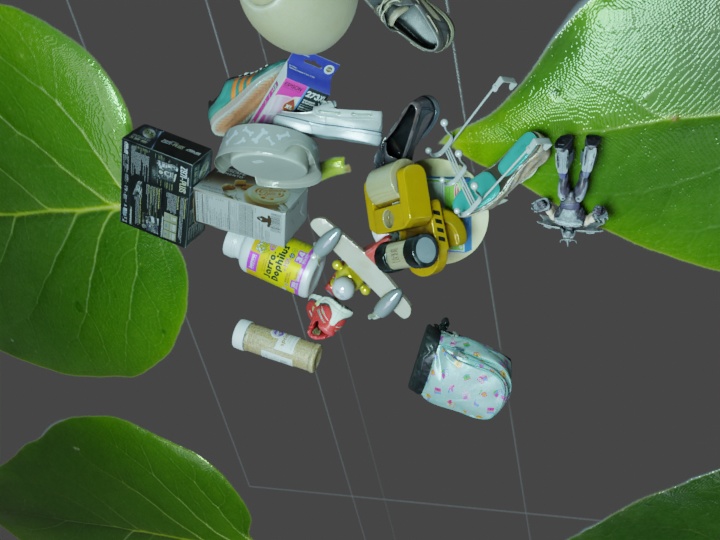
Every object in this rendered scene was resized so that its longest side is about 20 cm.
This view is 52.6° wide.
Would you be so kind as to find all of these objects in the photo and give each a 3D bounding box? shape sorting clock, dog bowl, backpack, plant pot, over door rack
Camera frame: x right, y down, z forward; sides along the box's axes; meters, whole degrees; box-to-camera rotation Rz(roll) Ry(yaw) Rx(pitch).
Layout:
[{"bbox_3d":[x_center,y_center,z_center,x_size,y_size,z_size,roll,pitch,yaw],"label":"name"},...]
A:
[{"bbox_3d":[0.141,-0.109,1.351,0.197,0.039,0.203,10,114,22],"label":"shape sorting clock"},{"bbox_3d":[-0.164,-0.208,1.327,0.197,0.200,0.060,0,78,22],"label":"dog bowl"},{"bbox_3d":[0.205,0.211,1.465,0.197,0.127,0.169,19,122,7],"label":"backpack"},{"bbox_3d":[-0.119,-0.453,1.156,0.198,0.134,0.203,5,101,28],"label":"plant pot"},{"bbox_3d":[0.198,-0.207,1.209,0.200,0.066,0.149,-42,57,36],"label":"over door rack"}]

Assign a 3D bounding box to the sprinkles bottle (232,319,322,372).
[{"bbox_3d":[-0.187,0.169,1.635,0.197,0.068,0.069,16,124,12],"label":"sprinkles bottle"}]

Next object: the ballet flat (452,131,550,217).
[{"bbox_3d":[0.248,-0.153,1.257,0.200,0.069,0.067,-40,144,28],"label":"ballet flat"}]

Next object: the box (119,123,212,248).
[{"bbox_3d":[-0.403,-0.174,1.506,0.162,0.086,0.202,21,125,10],"label":"box"}]

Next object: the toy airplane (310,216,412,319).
[{"bbox_3d":[0.000,0.000,1.388,0.198,0.141,0.201,16,136,26],"label":"toy airplane"}]

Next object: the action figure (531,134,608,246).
[{"bbox_3d":[0.357,-0.128,1.236,0.128,0.070,0.202,4,124,14],"label":"action figure"}]

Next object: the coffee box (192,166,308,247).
[{"bbox_3d":[-0.216,-0.131,1.440,0.197,0.115,0.081,16,126,14],"label":"coffee box"}]

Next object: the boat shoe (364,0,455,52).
[{"bbox_3d":[0.065,-0.425,1.172,0.199,0.073,0.075,35,126,-1],"label":"boat shoe"}]

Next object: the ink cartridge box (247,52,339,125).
[{"bbox_3d":[-0.123,-0.303,1.318,0.094,0.037,0.200,13,133,-34],"label":"ink cartridge box"}]

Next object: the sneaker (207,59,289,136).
[{"bbox_3d":[-0.204,-0.335,1.338,0.199,0.071,0.081,-32,62,14],"label":"sneaker"}]

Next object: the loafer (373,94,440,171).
[{"bbox_3d":[0.065,-0.224,1.290,0.072,0.063,0.201,47,126,21],"label":"loafer"}]

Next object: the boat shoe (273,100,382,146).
[{"bbox_3d":[-0.056,-0.271,1.308,0.197,0.074,0.068,8,94,-9],"label":"boat shoe"}]

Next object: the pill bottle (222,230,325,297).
[{"bbox_3d":[-0.178,-0.028,1.491,0.198,0.104,0.105,23,125,8],"label":"pill bottle"}]

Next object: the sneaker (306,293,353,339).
[{"bbox_3d":[-0.082,0.100,1.492,0.077,0.085,0.200,35,168,-10],"label":"sneaker"}]

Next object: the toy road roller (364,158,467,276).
[{"bbox_3d":[0.101,-0.091,1.274,0.122,0.144,0.203,-10,92,56],"label":"toy road roller"}]
